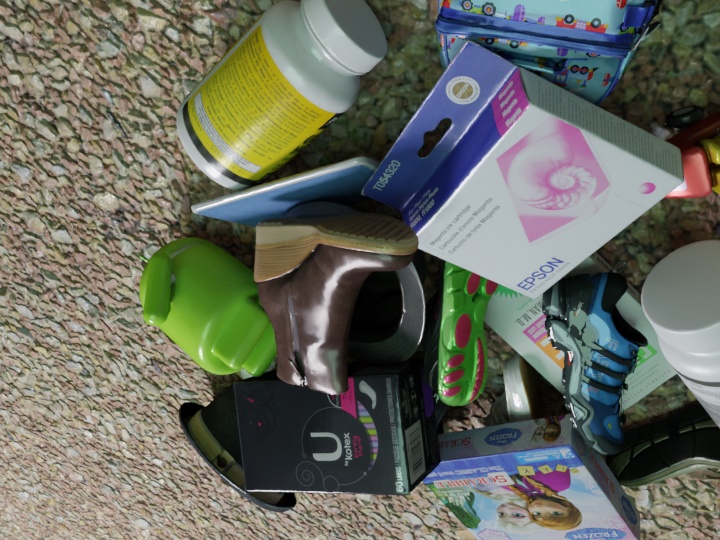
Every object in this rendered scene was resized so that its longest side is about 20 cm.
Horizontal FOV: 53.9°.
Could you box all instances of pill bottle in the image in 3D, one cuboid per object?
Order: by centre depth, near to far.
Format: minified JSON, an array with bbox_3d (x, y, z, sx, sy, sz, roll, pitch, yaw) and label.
[{"bbox_3d":[0.342,0.070,0.642,0.113,0.115,0.200,-27,125,31],"label":"pill bottle"},{"bbox_3d":[-0.073,-0.171,0.660,0.199,0.113,0.113,-33,107,33],"label":"pill bottle"}]

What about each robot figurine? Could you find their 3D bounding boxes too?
[{"bbox_3d":[-0.170,0.037,0.803,0.199,0.175,0.117,33,89,32],"label":"robot figurine"}]

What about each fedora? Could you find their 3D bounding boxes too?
[{"bbox_3d":[0.000,0.000,0.754,0.197,0.090,0.180,13,123,29],"label":"fedora"},{"bbox_3d":[-0.140,0.217,0.931,0.200,0.201,0.092,42,89,-10],"label":"fedora"}]

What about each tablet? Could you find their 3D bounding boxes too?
[{"bbox_3d":[-0.058,-0.077,0.719,0.197,0.130,0.014,-13,81,25],"label":"tablet"}]

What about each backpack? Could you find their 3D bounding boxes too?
[{"bbox_3d":[0.139,-0.203,0.555,0.180,0.135,0.202,17,126,7],"label":"backpack"}]

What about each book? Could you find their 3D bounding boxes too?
[{"bbox_3d":[0.230,0.055,0.746,0.199,0.048,0.134,41,124,-5],"label":"book"}]

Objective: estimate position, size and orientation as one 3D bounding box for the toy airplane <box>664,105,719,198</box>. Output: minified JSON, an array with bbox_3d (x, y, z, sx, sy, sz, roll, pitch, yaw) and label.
[{"bbox_3d":[0.342,-0.103,0.540,0.198,0.141,0.201,29,119,6],"label":"toy airplane"}]

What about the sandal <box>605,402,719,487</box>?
[{"bbox_3d":[0.368,0.193,0.772,0.199,0.081,0.057,-25,128,37],"label":"sandal"}]

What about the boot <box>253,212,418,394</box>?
[{"bbox_3d":[-0.019,0.035,0.668,0.198,0.072,0.169,5,109,41],"label":"boot"}]

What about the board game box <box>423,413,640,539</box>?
[{"bbox_3d":[0.188,0.251,0.811,0.198,0.041,0.200,-18,125,34],"label":"board game box"}]

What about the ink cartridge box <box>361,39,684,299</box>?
[{"bbox_3d":[0.123,-0.068,0.593,0.197,0.044,0.197,21,144,-14],"label":"ink cartridge box"}]

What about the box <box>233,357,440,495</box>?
[{"bbox_3d":[-0.025,0.168,0.773,0.197,0.106,0.125,-7,89,25],"label":"box"}]

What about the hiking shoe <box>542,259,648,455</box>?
[{"bbox_3d":[0.240,0.095,0.694,0.085,0.075,0.203,-13,111,24],"label":"hiking shoe"}]

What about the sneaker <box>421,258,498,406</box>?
[{"bbox_3d":[0.093,0.032,0.724,0.076,0.083,0.204,11,90,-30],"label":"sneaker"}]

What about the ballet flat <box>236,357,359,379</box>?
[{"bbox_3d":[-0.095,0.125,0.888,0.197,0.063,0.070,3,122,18],"label":"ballet flat"}]

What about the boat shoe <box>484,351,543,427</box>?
[{"bbox_3d":[0.177,0.180,0.823,0.068,0.071,0.202,-1,124,23],"label":"boat shoe"}]

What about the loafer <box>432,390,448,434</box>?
[{"bbox_3d":[0.076,0.198,0.876,0.069,0.069,0.202,20,131,-5],"label":"loafer"}]
